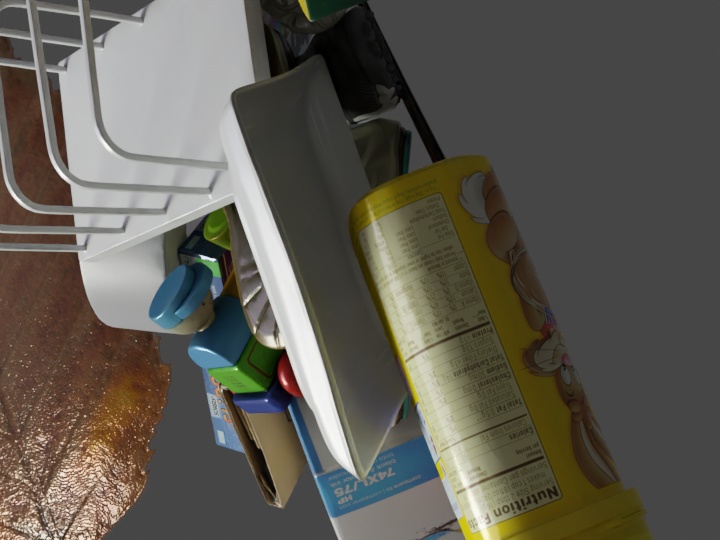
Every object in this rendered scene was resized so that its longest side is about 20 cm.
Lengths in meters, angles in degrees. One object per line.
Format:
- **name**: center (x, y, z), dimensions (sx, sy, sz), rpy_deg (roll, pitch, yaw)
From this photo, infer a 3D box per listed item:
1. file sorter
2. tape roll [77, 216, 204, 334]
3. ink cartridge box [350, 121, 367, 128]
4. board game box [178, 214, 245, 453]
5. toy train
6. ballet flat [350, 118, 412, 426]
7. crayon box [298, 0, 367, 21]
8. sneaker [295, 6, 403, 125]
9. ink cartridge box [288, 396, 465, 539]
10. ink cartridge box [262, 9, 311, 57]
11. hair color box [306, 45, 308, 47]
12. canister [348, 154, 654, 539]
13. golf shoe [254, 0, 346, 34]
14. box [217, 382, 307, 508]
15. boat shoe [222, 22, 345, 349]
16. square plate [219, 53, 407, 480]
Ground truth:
- **file sorter**: center (-0.162, -0.097, 0.793), dimensions (0.199, 0.124, 0.140), rpy_deg (-19, 76, 43)
- **tape roll**: center (-0.143, -0.055, 0.997), dimensions (0.200, 0.065, 0.202), rpy_deg (5, -90, -80)
- **ink cartridge box**: center (0.026, -0.009, 1.088), dimensions (0.201, 0.040, 0.201), rpy_deg (-113, 5, -50)
- **board game box**: center (-0.079, 0.024, 1.030), dimensions (0.136, 0.034, 0.201), rpy_deg (-57, -28, -44)
- **toy train**: center (-0.057, -0.014, 0.913), dimensions (0.116, 0.201, 0.084), rpy_deg (39, 153, -28)
- **ballet flat**: center (0.000, 0.000, 0.869), dimensions (0.070, 0.069, 0.202), rpy_deg (89, -178, -79)
- **crayon box**: center (-0.048, -0.260, 0.678), dimensions (0.173, 0.058, 0.201), rpy_deg (79, 168, -63)
- **sneaker**: center (-0.026, -0.120, 0.882), dimensions (0.200, 0.090, 0.067), rpy_deg (177, 70, -85)
- **ink cartridge box**: center (0.039, 0.140, 0.979), dimensions (0.147, 0.145, 0.201), rpy_deg (-117, 7, -51)
- **ink cartridge box**: center (-0.078, -0.162, 0.958), dimensions (0.120, 0.042, 0.201), rpy_deg (74, -148, -57)
- **hair color box**: center (-0.072, -0.163, 1.145), dimensions (0.100, 0.060, 0.202), rpy_deg (73, -172, -72)
- **canister**: center (0.064, 0.057, 0.672), dimensions (0.149, 0.086, 0.202), rpy_deg (79, 170, -78)
- **golf shoe**: center (-0.037, -0.212, 0.842), dimensions (0.097, 0.078, 0.201), rpy_deg (41, -157, -52)
- **box**: center (-0.043, 0.063, 1.061), dimensions (0.164, 0.021, 0.201), rpy_deg (75, -146, -48)
- **boat shoe**: center (-0.047, -0.052, 0.830), dimensions (0.066, 0.071, 0.203), rpy_deg (1, -104, -51)
- **square plate**: center (-0.020, -0.011, 0.729), dimensions (0.200, 0.028, 0.200), rpy_deg (-53, -55, -72)
